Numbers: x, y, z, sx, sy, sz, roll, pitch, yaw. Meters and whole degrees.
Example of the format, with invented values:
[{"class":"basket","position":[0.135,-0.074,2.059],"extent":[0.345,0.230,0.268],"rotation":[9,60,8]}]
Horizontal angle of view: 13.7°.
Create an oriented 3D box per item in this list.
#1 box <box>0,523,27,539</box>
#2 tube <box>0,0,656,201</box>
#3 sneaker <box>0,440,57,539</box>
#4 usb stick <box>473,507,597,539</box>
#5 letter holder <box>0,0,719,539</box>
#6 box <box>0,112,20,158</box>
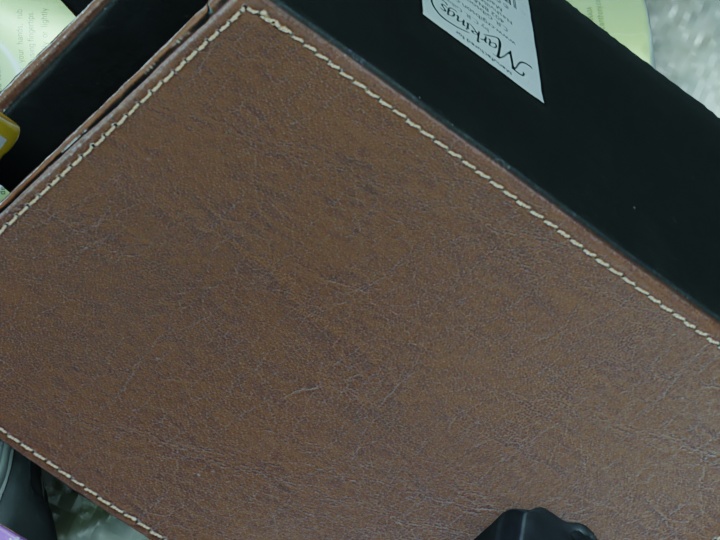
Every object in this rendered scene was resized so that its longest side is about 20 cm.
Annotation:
[{"class":"box","position":[-0.183,0.082,0.713],"extent":[0.200,0.039,0.137],"rotation":[28,81,26]},{"class":"tube","position":[-0.024,-0.047,0.789],"extent":[0.200,0.052,0.058],"rotation":[-3,47,-4]},{"class":"sneaker","position":[-0.105,0.102,0.758],"extent":[0.076,0.088,0.200],"rotation":[-8,64,27]},{"class":"usb stick","position":[-0.013,0.135,0.727],"extent":[0.033,0.055,0.200],"rotation":[38,110,-8]},{"class":"letter holder","position":[0.000,0.000,0.732],"extent":[0.200,0.101,0.142],"rotation":[34,120,-27]},{"class":"box","position":[-0.191,-0.040,0.671],"extent":[0.200,0.041,0.119],"rotation":[34,89,12]}]
